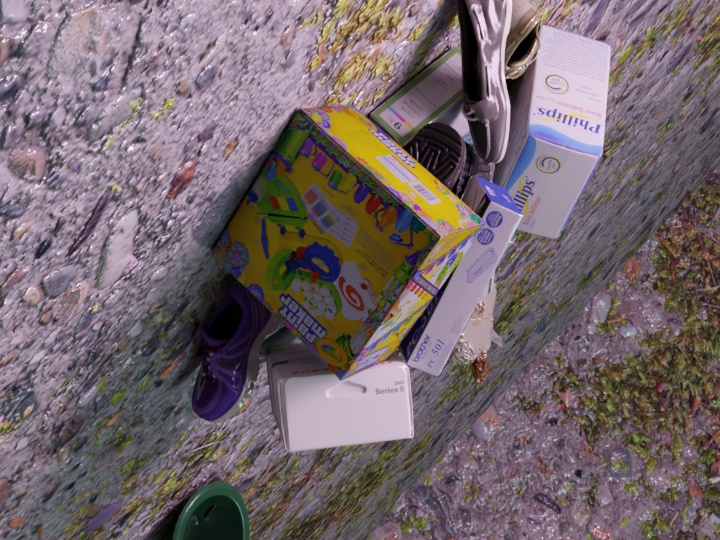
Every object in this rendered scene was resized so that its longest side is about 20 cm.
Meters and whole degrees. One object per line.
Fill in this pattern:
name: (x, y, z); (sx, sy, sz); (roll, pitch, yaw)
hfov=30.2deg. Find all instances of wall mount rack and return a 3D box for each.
wall mount rack: (-0.093, 0.110, 1.748); (0.172, 0.075, 0.199); (-10, -162, 45)

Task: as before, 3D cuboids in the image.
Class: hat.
hat: (-0.280, 0.403, 2.022); (0.165, 0.174, 0.203); (-27, 116, -47)

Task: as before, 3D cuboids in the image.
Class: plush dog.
plush dog: (0.119, 0.099, 2.133); (0.199, 0.170, 0.163); (-33, 115, -54)

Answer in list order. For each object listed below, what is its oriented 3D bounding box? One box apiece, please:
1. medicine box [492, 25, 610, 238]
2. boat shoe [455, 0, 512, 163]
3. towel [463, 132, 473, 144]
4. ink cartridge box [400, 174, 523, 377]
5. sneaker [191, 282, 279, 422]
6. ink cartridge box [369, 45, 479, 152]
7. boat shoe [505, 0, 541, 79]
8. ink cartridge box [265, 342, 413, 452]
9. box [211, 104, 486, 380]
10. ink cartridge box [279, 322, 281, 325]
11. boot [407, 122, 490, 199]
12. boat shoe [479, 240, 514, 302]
medicine box: (0.249, -0.181, 1.760); (0.183, 0.101, 0.202); (109, -6, -54)
boat shoe: (0.129, -0.217, 1.468); (0.056, 0.067, 0.203); (-7, 108, -22)
towel: (0.092, -0.081, 1.688); (0.146, 0.022, 0.202); (-31, 140, -46)
ink cartridge box: (0.104, 0.005, 1.450); (0.094, 0.044, 0.202); (-108, -138, -68)
sneaker: (-0.161, 0.088, 1.545); (0.083, 0.080, 0.202); (-8, 129, -47)
ink cartridge box: (0.056, -0.158, 1.535); (0.200, 0.059, 0.104); (-42, 162, -23)
boat shoe: (0.189, -0.274, 1.612); (0.073, 0.063, 0.201); (-45, 164, -8)
ink cartridge box: (-0.028, 0.135, 1.508); (0.143, 0.085, 0.200); (-6, -172, -7)
box: (-0.014, -0.033, 1.385); (0.194, 0.200, 0.122); (-54, 163, 24)
ink cartridge box: (-0.016, 0.024, 1.634); (0.117, 0.067, 0.200); (-49, -176, -38)
boot: (0.072, -0.061, 1.522); (0.212, 0.079, 0.158); (-56, 163, 2)
boat shoe: (0.172, -0.037, 1.858); (0.085, 0.075, 0.204); (-23, 133, -25)
